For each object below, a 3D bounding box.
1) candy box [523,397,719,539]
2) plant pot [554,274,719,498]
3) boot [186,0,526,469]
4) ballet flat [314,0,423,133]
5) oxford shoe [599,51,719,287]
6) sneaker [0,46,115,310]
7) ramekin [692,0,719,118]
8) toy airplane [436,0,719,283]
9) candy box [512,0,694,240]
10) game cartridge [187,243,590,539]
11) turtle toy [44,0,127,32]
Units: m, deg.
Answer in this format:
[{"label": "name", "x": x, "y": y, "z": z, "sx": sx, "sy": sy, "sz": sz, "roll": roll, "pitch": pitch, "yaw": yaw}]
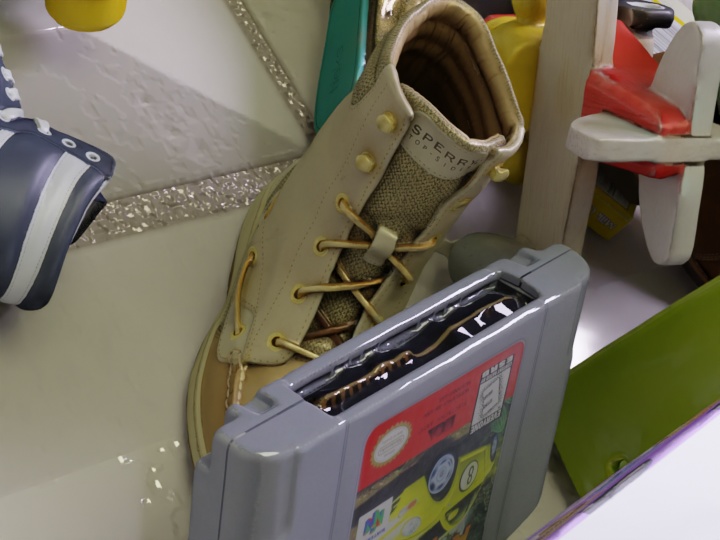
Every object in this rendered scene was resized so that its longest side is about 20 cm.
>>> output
[{"label": "candy box", "x": 0.071, "y": 0.130, "z": 0.622, "sx": 0.167, "sy": 0.200, "sz": 0.072, "roll": -27, "pitch": 77, "yaw": -45}, {"label": "plant pot", "x": 0.228, "y": 0.095, "z": 0.773, "sx": 0.197, "sy": 0.200, "sz": 0.183, "roll": -2, "pitch": 67, "yaw": -37}, {"label": "boot", "x": 0.000, "y": 0.000, "z": 0.704, "sx": 0.072, "sy": 0.156, "sz": 0.201, "roll": 26, "pitch": 46, "yaw": -16}, {"label": "ballet flat", "x": 0.016, "y": -0.141, "z": 0.878, "sx": 0.070, "sy": 0.071, "sz": 0.202, "roll": 15, "pitch": 64, "yaw": -26}, {"label": "oxford shoe", "x": 0.198, "y": -0.034, "z": 0.922, "sx": 0.200, "sy": 0.071, "sz": 0.072, "roll": 43, "pitch": 41, "yaw": -25}, {"label": "sneaker", "x": -0.156, "y": -0.073, "z": 0.710, "sx": 0.108, "sy": 0.070, "sz": 0.202, "roll": 14, "pitch": 55, "yaw": -24}, {"label": "ramekin", "x": 0.250, "y": -0.082, "z": 0.780, "sx": 0.199, "sy": 0.199, "sz": 0.099, "roll": -8, "pitch": 93, "yaw": -39}, {"label": "toy airplane", "x": 0.083, "y": -0.076, "z": 0.778, "sx": 0.139, "sy": 0.200, "sz": 0.202, "roll": 5, "pitch": 63, "yaw": -5}, {"label": "candy box", "x": 0.125, "y": -0.112, "z": 0.976, "sx": 0.102, "sy": 0.026, "sz": 0.201, "roll": 35, "pitch": 44, "yaw": -8}, {"label": "game cartridge", "x": 0.013, "y": 0.079, "z": 0.672, "sx": 0.041, "sy": 0.134, "sz": 0.199, "roll": 33, "pitch": 39, "yaw": 28}, {"label": "turtle toy", "x": -0.139, "y": -0.208, "z": 0.793, "sx": 0.100, "sy": 0.147, "sz": 0.201, "roll": 9, "pitch": 35, "yaw": -2}]
